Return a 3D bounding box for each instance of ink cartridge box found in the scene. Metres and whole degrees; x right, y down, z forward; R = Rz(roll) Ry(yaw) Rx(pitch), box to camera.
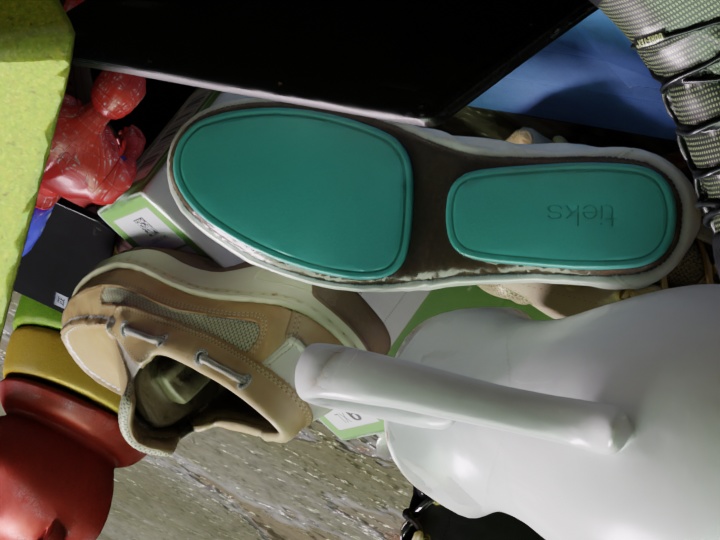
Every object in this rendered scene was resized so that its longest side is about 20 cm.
[{"bbox_3d":[0.000,0.000,1.179,0.200,0.104,0.059,42,157,-13],"label":"ink cartridge box"}]

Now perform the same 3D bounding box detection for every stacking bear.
[{"bbox_3d":[-0.137,0.052,1.427,0.114,0.201,0.121,36,160,-31],"label":"stacking bear"}]

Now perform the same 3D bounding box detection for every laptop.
[{"bbox_3d":[0.018,-0.062,1.027,0.187,0.200,0.116,12,125,37],"label":"laptop"},{"bbox_3d":[-0.183,-0.081,1.262,0.103,0.201,0.177,-11,167,-12],"label":"laptop"}]

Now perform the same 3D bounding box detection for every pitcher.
[{"bbox_3d":[0.090,0.059,1.000,0.199,0.122,0.171,9,179,42],"label":"pitcher"}]

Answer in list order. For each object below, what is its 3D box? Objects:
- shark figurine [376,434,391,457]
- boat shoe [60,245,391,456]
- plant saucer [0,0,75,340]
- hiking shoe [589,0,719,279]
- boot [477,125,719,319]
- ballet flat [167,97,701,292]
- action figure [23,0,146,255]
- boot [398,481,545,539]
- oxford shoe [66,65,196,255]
[{"bbox_3d":[0.001,0.037,1.291,0.213,0.128,0.090,15,119,16],"label":"shark figurine"},{"bbox_3d":[-0.073,0.037,1.122,0.072,0.076,0.200,46,156,-21],"label":"boat shoe"},{"bbox_3d":[-0.179,-0.065,1.051,0.048,0.200,0.200,-3,-138,-28],"label":"plant saucer"},{"bbox_3d":[0.135,-0.048,0.916,0.199,0.101,0.076,31,160,-20],"label":"hiking shoe"},{"bbox_3d":[0.129,-0.002,1.095,0.155,0.073,0.200,25,171,-23],"label":"boot"},{"bbox_3d":[0.029,-0.024,1.048,0.199,0.070,0.069,6,158,14],"label":"ballet flat"},{"bbox_3d":[-0.130,-0.046,1.128,0.065,0.099,0.200,40,140,-13],"label":"action figure"},{"bbox_3d":[0.033,0.089,1.376,0.203,0.154,0.073,28,163,-10],"label":"boot"},{"bbox_3d":[-0.076,-0.027,1.222,0.200,0.071,0.073,55,157,0],"label":"oxford shoe"}]
